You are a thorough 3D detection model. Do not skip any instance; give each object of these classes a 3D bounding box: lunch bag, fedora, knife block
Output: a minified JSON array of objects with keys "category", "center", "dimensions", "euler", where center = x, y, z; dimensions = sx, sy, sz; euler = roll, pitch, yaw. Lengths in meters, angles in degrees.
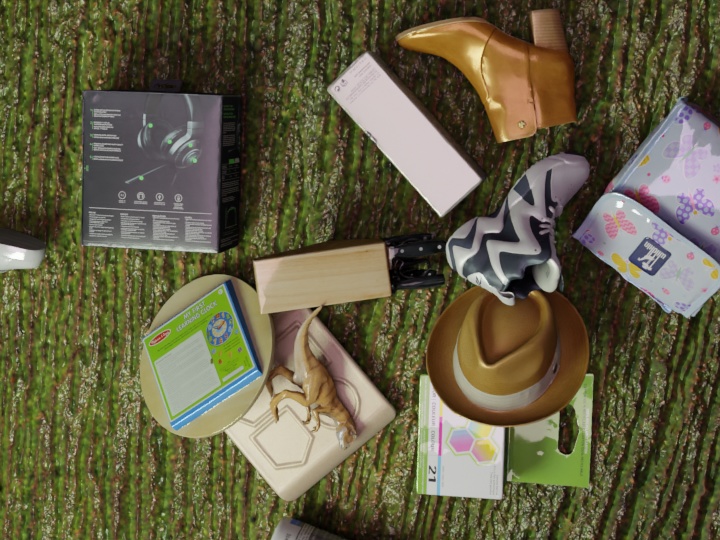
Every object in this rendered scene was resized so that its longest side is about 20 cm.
[{"category":"lunch bag","center":[0.360,-0.065,1.510],"dimensions":[0.169,0.127,0.200],"euler":[40,109,5]},{"category":"fedora","center":[0.166,0.078,1.534],"dimensions":[0.200,0.082,0.201],"euler":[-3,56,5]},{"category":"knife block","center":[0.000,0.000,1.557],"dimensions":[0.175,0.200,0.064],"euler":[-3,98,40]}]

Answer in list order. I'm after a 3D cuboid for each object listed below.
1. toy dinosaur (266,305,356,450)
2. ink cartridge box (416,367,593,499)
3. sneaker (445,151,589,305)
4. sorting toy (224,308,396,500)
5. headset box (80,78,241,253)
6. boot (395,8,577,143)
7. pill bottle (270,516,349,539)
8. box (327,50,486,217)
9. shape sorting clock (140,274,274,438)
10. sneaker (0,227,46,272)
[{"category":"toy dinosaur","center":[-0.063,0.125,1.605],"dimensions":[0.106,0.060,0.201],"euler":[-19,119,5]},{"category":"ink cartridge box","center":[0.171,0.190,1.598],"dimensions":[0.199,0.076,0.148],"euler":[2,98,11]},{"category":"sneaker","center":[0.207,-0.037,1.519],"dimensions":[0.199,0.080,0.130],"euler":[-34,57,-15]},{"category":"sorting toy","center":[-0.084,0.156,1.662],"dimensions":[0.185,0.036,0.200],"euler":[-40,94,12]},{"category":"headset box","center":[-0.237,-0.127,1.616],"dimensions":[0.173,0.093,0.201],"euler":[2,98,10]},{"category":"boot","center":[0.145,-0.217,1.550],"dimensions":[0.200,0.071,0.145],"euler":[-5,94,5]},{"category":"pill bottle","center":[-0.020,0.385,1.638],"dimensions":[0.199,0.114,0.114],"euler":[19,100,7]},{"category":"box","center":[0.055,-0.159,1.570],"dimensions":[0.068,0.082,0.200],"euler":[-42,88,12]},{"category":"shape sorting clock","center":[-0.185,0.102,1.628],"dimensions":[0.199,0.039,0.201],"euler":[-8,73,29]},{"category":"sneaker","center":[-0.483,0.004,1.691],"dimensions":[0.199,0.074,0.116],"euler":[9,101,18]}]
